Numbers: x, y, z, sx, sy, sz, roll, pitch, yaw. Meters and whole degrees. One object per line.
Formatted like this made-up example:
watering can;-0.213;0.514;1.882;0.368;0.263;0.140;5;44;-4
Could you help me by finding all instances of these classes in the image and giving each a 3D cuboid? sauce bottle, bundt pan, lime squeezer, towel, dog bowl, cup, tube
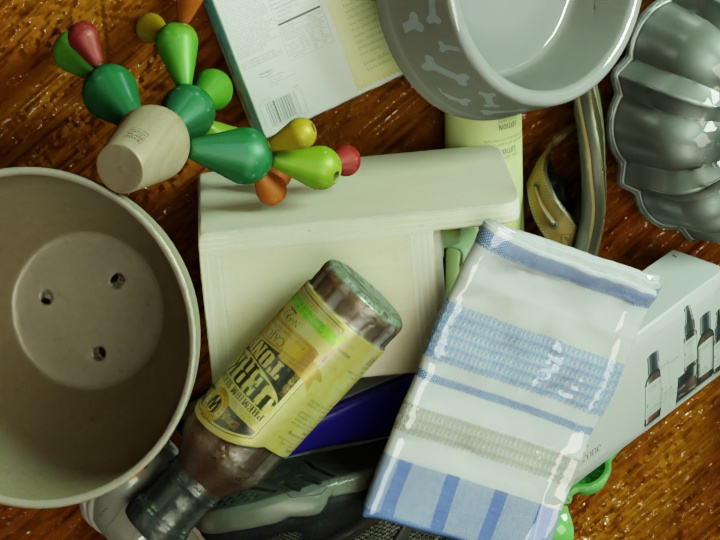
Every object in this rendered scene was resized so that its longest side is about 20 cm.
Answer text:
sauce bottle;-0.061;0.085;1.581;0.065;0.065;0.200;39;96;-25
bundt pan;0.267;-0.106;1.763;0.200;0.076;0.204;-10;111;-26
lime squeezer;0.161;0.162;1.849;0.070;0.038;0.201;23;97;-24
towel;0.095;0.076;1.623;0.146;0.024;0.201;19;98;-34
dog bowl;0.100;-0.192;1.656;0.199;0.058;0.202;-5;98;-40
cup;-0.181;0.033;1.613;0.199;0.143;0.202;1;96;9
tube;0.083;-0.046;1.750;0.057;0.052;0.202;0;110;1

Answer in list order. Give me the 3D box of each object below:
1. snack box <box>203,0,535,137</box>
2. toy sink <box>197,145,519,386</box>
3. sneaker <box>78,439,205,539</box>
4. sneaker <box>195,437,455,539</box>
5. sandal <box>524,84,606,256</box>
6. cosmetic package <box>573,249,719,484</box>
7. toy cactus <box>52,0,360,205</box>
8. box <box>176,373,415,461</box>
snack box;0.003;-0.179;1.684;0.199;0.037;0.117;-25;114;-10
toy sink;0.000;0.000;1.665;0.198;0.130;0.113;-6;110;-2
sneaker;-0.119;0.180;1.680;0.076;0.092;0.200;-35;152;-15
sneaker;-0.005;0.169;1.655;0.198;0.076;0.115;-9;103;-23
sandal;0.136;-0.038;1.766;0.054;0.082;0.202;4;114;3
cosmetic package;0.166;0.069;1.743;0.200;0.050;0.083;-33;127;-37
toy cactus;-0.105;-0.093;1.587;0.199;0.165;0.103;35;119;4
box;-0.003;0.158;1.754;0.183;0.105;0.201;-22;112;-12
